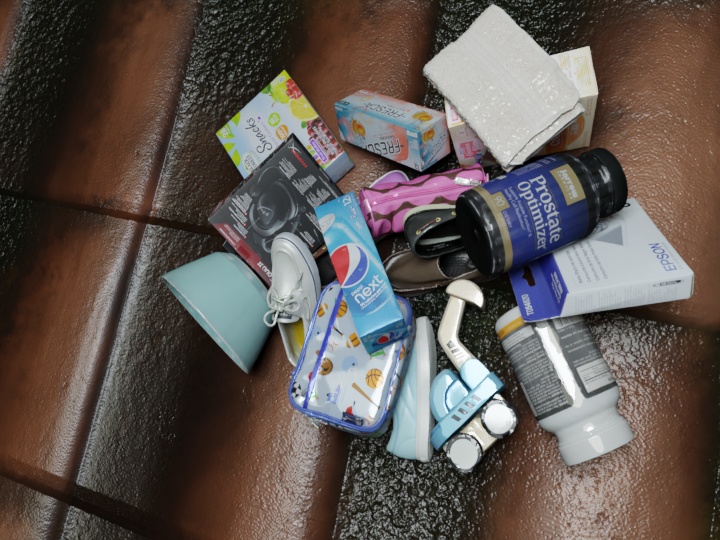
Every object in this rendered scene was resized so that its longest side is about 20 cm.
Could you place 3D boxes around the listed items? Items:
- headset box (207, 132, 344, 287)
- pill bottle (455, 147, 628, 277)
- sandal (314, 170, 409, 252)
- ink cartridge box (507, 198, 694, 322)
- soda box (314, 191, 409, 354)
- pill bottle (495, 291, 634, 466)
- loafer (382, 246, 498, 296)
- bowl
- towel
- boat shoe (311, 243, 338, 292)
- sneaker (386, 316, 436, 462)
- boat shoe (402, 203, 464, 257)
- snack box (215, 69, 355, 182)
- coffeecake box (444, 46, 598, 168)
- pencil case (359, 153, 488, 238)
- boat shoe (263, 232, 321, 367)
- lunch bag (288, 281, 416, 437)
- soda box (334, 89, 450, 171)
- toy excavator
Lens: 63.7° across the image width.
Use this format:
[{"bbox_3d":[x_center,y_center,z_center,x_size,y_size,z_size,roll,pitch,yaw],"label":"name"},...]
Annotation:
[{"bbox_3d":[-0.129,-0.086,0.906,0.199,0.077,0.149,-41,108,8],"label":"headset box"},{"bbox_3d":[0.227,-0.079,0.732,0.195,0.112,0.114,-23,71,-7],"label":"pill bottle"},{"bbox_3d":[0.005,-0.079,0.931,0.203,0.050,0.083,-46,69,4],"label":"sandal"},{"bbox_3d":[0.291,-0.020,0.757,0.194,0.042,0.202,-11,32,9],"label":"ink cartridge box"},{"bbox_3d":[0.000,0.000,0.781,0.063,0.068,0.204,-22,63,2],"label":"soda box"},{"bbox_3d":[0.266,0.138,0.761,0.114,0.116,0.205,-25,71,10],"label":"pill bottle"},{"bbox_3d":[0.113,-0.012,0.869,0.194,0.071,0.075,-12,74,15],"label":"loafer"},{"bbox_3d":[-0.206,0.051,0.911,0.105,0.202,0.200,-42,67,-17],"label":"bowl"},{"bbox_3d":[0.183,-0.239,0.754,0.132,0.034,0.202,-38,70,7],"label":"towel"},{"bbox_3d":[-0.067,0.007,0.907,0.071,0.070,0.200,46,108,3],"label":"boat shoe"},{"bbox_3d":[0.067,0.169,0.843,0.079,0.074,0.207,0,76,15],"label":"sneaker"},{"bbox_3d":[0.159,-0.066,0.816,0.195,0.075,0.064,-13,44,0],"label":"boat shoe"},{"bbox_3d":[-0.131,-0.208,0.996,0.167,0.068,0.202,-38,68,8],"label":"snack box"},{"bbox_3d":[0.228,-0.224,0.837,0.194,0.153,0.075,-9,74,16],"label":"coffeecake box"},{"bbox_3d":[0.094,-0.106,0.863,0.194,0.094,0.094,-13,92,1],"label":"pencil case"},{"bbox_3d":[-0.106,0.053,0.852,0.073,0.086,0.208,7,119,26],"label":"boat shoe"},{"bbox_3d":[-0.014,0.124,0.808,0.156,0.076,0.205,14,72,17],"label":"lunch bag"},{"bbox_3d":[0.046,-0.221,0.899,0.068,0.065,0.198,-33,42,-26],"label":"soda box"},{"bbox_3d":[0.143,0.143,0.807,0.194,0.100,0.201,-44,69,4],"label":"toy excavator"}]
